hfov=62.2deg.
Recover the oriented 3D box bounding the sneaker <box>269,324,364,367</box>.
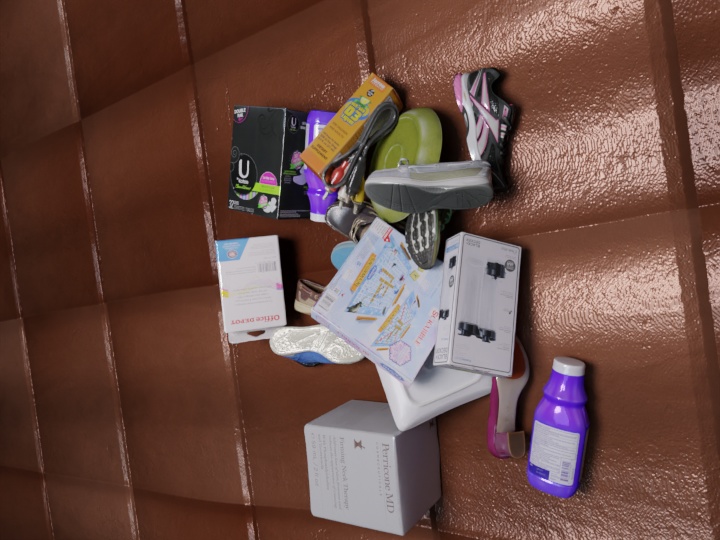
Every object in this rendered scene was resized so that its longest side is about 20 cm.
[{"bbox_3d":[-0.073,0.150,1.186,0.193,0.111,0.080,-1,77,12],"label":"sneaker"}]

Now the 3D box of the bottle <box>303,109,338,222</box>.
[{"bbox_3d":[-0.067,-0.198,1.143,0.065,0.081,0.208,-147,58,-65],"label":"bottle"}]

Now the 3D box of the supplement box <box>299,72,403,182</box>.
[{"bbox_3d":[-0.015,-0.248,1.063,0.201,0.069,0.066,-48,59,-2],"label":"supplement box"}]

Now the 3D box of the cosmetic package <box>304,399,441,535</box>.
[{"bbox_3d":[0.025,0.346,1.086,0.195,0.165,0.174,-4,93,33],"label":"cosmetic package"}]

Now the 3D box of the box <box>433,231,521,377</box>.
[{"bbox_3d":[0.183,0.056,0.935,0.060,0.113,0.207,153,125,-69],"label":"box"}]

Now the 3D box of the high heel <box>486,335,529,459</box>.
[{"bbox_3d":[0.233,0.207,0.998,0.096,0.065,0.207,142,135,-71],"label":"high heel"}]

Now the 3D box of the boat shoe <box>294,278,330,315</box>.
[{"bbox_3d":[-0.052,0.056,1.169,0.196,0.071,0.075,12,103,40],"label":"boat shoe"}]

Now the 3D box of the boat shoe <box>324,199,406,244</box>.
[{"bbox_3d":[0.017,-0.078,1.085,0.195,0.073,0.077,19,106,20],"label":"boat shoe"}]

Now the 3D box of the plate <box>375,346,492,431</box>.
[{"bbox_3d":[0.119,0.136,1.002,0.194,0.032,0.205,-19,83,-11],"label":"plate"}]

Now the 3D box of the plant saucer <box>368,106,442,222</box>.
[{"bbox_3d":[0.066,-0.186,1.023,0.199,0.030,0.206,-36,46,48],"label":"plant saucer"}]

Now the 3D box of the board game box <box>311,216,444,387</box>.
[{"bbox_3d":[0.052,0.048,0.977,0.197,0.041,0.202,34,69,9],"label":"board game box"}]

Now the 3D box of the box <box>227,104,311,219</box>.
[{"bbox_3d":[-0.169,-0.214,1.187,0.145,0.123,0.208,13,101,33],"label":"box"}]

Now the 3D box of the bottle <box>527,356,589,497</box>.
[{"bbox_3d":[0.311,0.240,0.927,0.081,0.065,0.208,10,100,32],"label":"bottle"}]

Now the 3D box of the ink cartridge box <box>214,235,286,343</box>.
[{"bbox_3d":[-0.223,0.037,1.221,0.125,0.124,0.208,-171,76,-78],"label":"ink cartridge box"}]

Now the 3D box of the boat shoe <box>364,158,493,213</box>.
[{"bbox_3d":[0.104,-0.136,0.918,0.194,0.075,0.067,-1,59,9],"label":"boat shoe"}]

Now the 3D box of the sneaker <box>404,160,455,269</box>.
[{"bbox_3d":[0.130,-0.099,0.992,0.076,0.086,0.207,-18,62,55],"label":"sneaker"}]

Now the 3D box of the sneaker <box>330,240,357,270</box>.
[{"bbox_3d":[0.000,0.000,1.088,0.196,0.129,0.082,21,108,31],"label":"sneaker"}]

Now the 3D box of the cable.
[{"bbox_3d":[-0.008,-0.204,1.035,0.206,0.095,0.050,-68,25,6],"label":"cable"}]

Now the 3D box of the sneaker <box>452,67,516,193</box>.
[{"bbox_3d":[0.211,-0.229,0.953,0.084,0.080,0.207,-16,92,23],"label":"sneaker"}]
